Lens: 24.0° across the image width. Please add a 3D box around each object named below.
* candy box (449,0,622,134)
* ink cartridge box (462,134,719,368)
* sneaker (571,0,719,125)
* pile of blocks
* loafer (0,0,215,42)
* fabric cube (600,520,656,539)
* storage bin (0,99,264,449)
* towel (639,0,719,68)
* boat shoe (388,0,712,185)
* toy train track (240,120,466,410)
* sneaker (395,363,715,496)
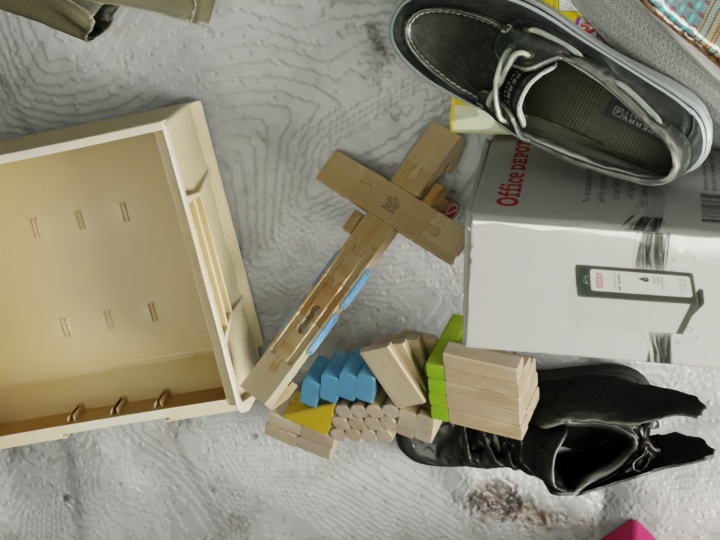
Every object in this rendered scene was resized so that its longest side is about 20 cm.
[{"bbox_3d":[0.106,-0.178,0.989,0.102,0.026,0.200,3,108,4],"label":"candy box"},{"bbox_3d":[0.163,-0.012,0.969,0.200,0.146,0.084,4,113,9],"label":"ink cartridge box"},{"bbox_3d":[0.217,-0.149,0.956,0.200,0.074,0.116,37,79,1],"label":"sneaker"},{"bbox_3d":[0.025,0.061,1.039,0.200,0.062,0.082,-11,123,35],"label":"pile of blocks"},{"bbox_3d":[-0.177,-0.169,1.012,0.200,0.075,0.070,-1,103,10],"label":"loafer"},{"bbox_3d":[0.156,0.317,1.049,0.196,0.199,0.200,-39,98,17],"label":"fabric cube"},{"bbox_3d":[-0.180,0.011,1.061,0.200,0.094,0.199,-10,105,12],"label":"storage bin"},{"bbox_3d":[0.244,-0.185,0.890,0.147,0.022,0.200,34,81,-23],"label":"towel"},{"bbox_3d":[0.101,-0.108,0.950,0.200,0.071,0.072,24,114,15],"label":"boat shoe"},{"bbox_3d":[0.000,0.000,1.033,0.115,0.033,0.200,34,85,32],"label":"toy train track"},{"bbox_3d":[0.113,0.099,1.036,0.200,0.104,0.060,-10,106,12],"label":"sneaker"}]
